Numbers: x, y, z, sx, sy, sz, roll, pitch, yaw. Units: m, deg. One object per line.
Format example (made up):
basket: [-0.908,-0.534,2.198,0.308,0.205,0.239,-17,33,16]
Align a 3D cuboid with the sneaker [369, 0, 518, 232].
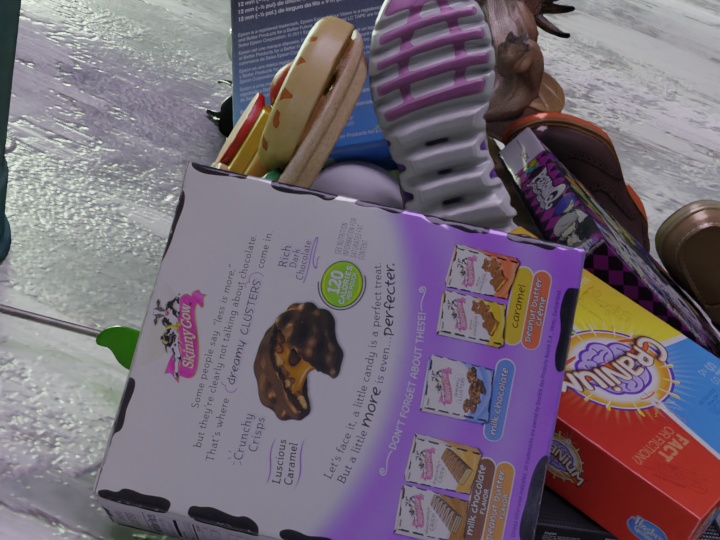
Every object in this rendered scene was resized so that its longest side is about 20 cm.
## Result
sneaker: [0.049,-0.088,0.977,0.080,0.202,0.088,-11,11,-3]

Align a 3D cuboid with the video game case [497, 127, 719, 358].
video game case: [0.187,0.009,1.044,0.200,0.036,0.182,42,13,-26]

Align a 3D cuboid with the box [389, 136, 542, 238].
box: [0.066,-0.048,1.144,0.094,0.078,0.200,11,25,-17]

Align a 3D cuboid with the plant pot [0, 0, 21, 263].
plant pot: [-0.288,-0.121,0.896,0.199,0.197,0.201,15,24,-7]

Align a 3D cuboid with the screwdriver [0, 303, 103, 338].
screwdriver: [-0.120,0.048,0.867,0.198,0.029,0.028,11,24,-11]

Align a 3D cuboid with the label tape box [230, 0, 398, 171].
label tape box: [-0.019,-0.169,1.100,0.142,0.202,0.066,-8,-18,18]

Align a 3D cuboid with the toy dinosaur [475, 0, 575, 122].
toy dinosaur: [0.106,-0.167,1.110,0.085,0.202,0.136,-2,-25,18]

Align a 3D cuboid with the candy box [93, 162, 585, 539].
candy box: [-0.007,0.056,0.725,0.198,0.169,0.072,13,-19,3]

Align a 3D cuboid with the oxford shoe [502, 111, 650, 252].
oxford shoe: [0.172,-0.050,1.148,0.200,0.071,0.073,38,36,-45]

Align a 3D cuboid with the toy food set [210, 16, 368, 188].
toy food set: [-0.060,-0.070,0.961,0.048,0.199,0.200,31,6,-11]

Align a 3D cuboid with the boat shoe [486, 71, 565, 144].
boat shoe: [0.055,-0.147,1.170,0.199,0.070,0.071,28,42,3]

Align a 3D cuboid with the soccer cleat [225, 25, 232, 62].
soccer cleat: [-0.013,-0.148,1.210,0.198,0.070,0.087,15,28,-15]

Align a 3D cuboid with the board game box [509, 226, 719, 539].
board game box: [0.126,0.063,0.848,0.199,0.041,0.153,35,33,20]

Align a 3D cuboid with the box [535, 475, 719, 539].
box: [0.085,0.101,0.847,0.198,0.045,0.161,10,33,-19]

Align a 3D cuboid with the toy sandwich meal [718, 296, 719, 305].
toy sandwich meal: [0.317,0.077,0.992,0.205,0.070,0.205,36,18,-13]

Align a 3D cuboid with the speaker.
speaker: [0.000,0.000,0.987,0.081,0.082,0.200,14,24,-9]

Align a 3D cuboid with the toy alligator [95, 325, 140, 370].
toy alligator: [-0.053,0.069,0.799,0.198,0.055,0.059,9,-5,18]

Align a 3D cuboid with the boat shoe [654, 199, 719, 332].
boat shoe: [0.284,0.020,1.094,0.200,0.071,0.065,36,22,-36]

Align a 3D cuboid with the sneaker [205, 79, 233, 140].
sneaker: [-0.067,-0.104,1.199,0.103,0.060,0.200,15,18,-11]
